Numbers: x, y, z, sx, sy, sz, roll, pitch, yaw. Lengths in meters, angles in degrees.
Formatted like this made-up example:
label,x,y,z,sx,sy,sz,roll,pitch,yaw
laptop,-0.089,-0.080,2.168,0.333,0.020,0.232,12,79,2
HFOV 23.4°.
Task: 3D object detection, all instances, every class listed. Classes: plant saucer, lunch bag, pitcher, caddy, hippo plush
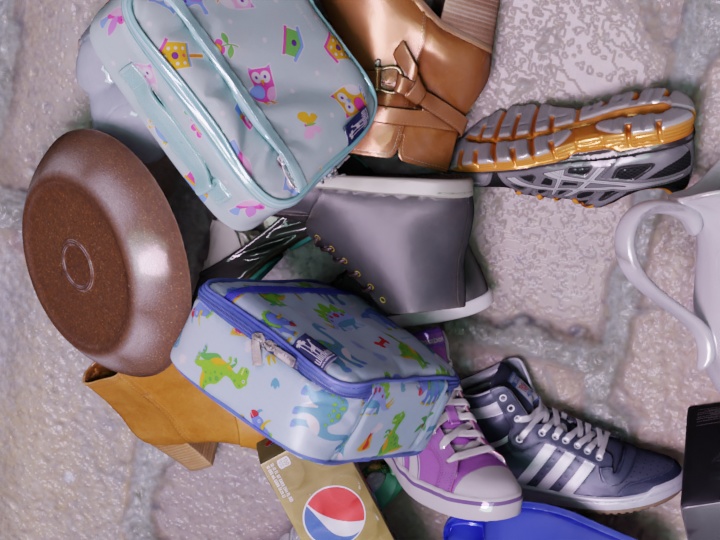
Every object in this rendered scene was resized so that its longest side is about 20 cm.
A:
label,x,y,z,sx,sy,sz,roll,pitch,yaw
plant saucer,-0.207,-0.008,1.342,0.200,0.037,0.202,21,120,41
lunch bag,-0.033,0.068,1.267,0.160,0.200,0.083,34,105,28
lunch bag,-0.086,-0.135,1.225,0.077,0.160,0.200,-27,105,46
pitcher,0.281,0.021,1.294,0.171,0.121,0.201,-23,101,-18
caddy,0.157,0.249,1.399,0.199,0.105,0.141,25,146,-20
hippo plush,-0.135,-0.149,1.355,0.160,0.159,0.201,-23,87,49

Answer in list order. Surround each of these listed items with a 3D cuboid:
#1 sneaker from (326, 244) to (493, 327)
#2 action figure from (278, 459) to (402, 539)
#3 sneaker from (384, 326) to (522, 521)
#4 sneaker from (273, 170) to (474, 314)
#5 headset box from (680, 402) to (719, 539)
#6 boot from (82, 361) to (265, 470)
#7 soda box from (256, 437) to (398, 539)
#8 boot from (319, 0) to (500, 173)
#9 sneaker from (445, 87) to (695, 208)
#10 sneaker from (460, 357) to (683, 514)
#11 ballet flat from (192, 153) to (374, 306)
label,x,y,z,sx,sy,sz,roll,pitch,yaw
sneaker,0.000,0.000,1.395,0.199,0.071,0.100,-12,102,11
action figure,-0.025,0.207,1.459,0.200,0.118,0.055,-38,85,12
sneaker,0.059,0.110,1.355,0.200,0.072,0.115,35,127,48
sneaker,-0.014,-0.021,1.321,0.199,0.075,0.107,2,96,14
headset box,0.335,0.168,1.304,0.173,0.200,0.093,-11,105,15
boot,-0.118,0.090,1.422,0.200,0.071,0.144,-25,129,25
soda box,-0.008,0.215,1.385,0.067,0.064,0.201,-28,102,-2
boot,0.000,-0.168,1.322,0.199,0.077,0.156,15,98,-10
sneaker,0.161,-0.082,1.329,0.199,0.078,0.078,-4,128,21
sneaker,0.161,0.131,1.399,0.199,0.070,0.109,1,110,15
ballet flat,-0.074,-0.031,1.404,0.200,0.068,0.069,-36,88,10
